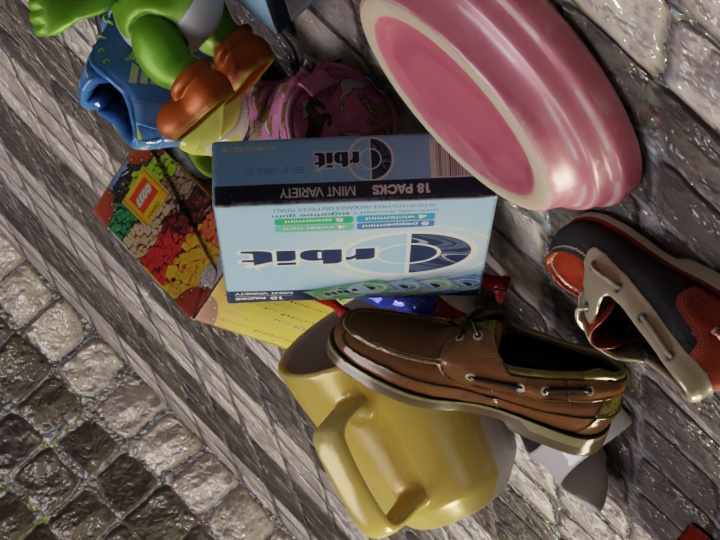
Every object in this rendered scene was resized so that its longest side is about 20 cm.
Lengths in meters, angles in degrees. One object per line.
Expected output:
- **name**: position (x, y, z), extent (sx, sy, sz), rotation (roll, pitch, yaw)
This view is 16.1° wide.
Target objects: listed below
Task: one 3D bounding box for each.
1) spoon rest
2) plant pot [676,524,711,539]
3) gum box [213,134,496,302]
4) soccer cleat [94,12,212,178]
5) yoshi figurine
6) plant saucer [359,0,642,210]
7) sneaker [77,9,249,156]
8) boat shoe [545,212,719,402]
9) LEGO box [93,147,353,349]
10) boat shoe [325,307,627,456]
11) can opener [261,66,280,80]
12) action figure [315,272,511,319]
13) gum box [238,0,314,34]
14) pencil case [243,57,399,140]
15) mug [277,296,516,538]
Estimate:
- **spoon rest**: position (0.146, 0.129, 1.830), extent (0.099, 0.061, 0.200), rotation (46, 167, 8)
- **plant pot**: position (0.257, 0.341, 1.829), extent (0.200, 0.176, 0.200), rotation (40, 167, 30)
- **gum box**: position (-0.005, -0.030, 1.598), extent (0.200, 0.168, 0.045), rotation (90, 178, -72)
- **soccer cleat**: position (-0.150, -0.158, 1.868), extent (0.081, 0.067, 0.201), rotation (-24, 91, 54)
- **yoshi figurine**: position (-0.157, -0.176, 1.620), extent (0.200, 0.112, 0.112), rotation (51, 176, -2)
- **plant saucer**: position (0.067, -0.105, 1.382), extent (0.201, 0.051, 0.201), rotation (45, 167, 13)
- **sneaker**: position (-0.150, -0.165, 1.719), extent (0.201, 0.104, 0.076), rotation (66, 154, 24)
- **boat shoe**: position (0.156, 0.022, 1.442), extent (0.071, 0.063, 0.200), rotation (52, 169, -29)
- **LEGO box**: position (-0.081, -0.012, 1.936), extent (0.199, 0.077, 0.149), rotation (20, -162, -48)
- **boat shoe**: position (0.079, 0.054, 1.678), extent (0.198, 0.072, 0.068), rotation (16, 127, -3)
- **can opener**: position (-0.025, -0.074, 1.860), extent (0.067, 0.053, 0.200), rotation (-14, 123, 40)
- **action figure**: position (0.000, 0.000, 1.742), extent (0.199, 0.066, 0.052), rotation (20, 156, 4)
- **gum box**: position (-0.116, -0.259, 1.562), extent (0.200, 0.045, 0.170), rotation (42, 167, 24)
- **pencil case**: position (-0.037, -0.093, 1.722), extent (0.082, 0.087, 0.200), rotation (20, 174, -14)
- **mug**: position (0.026, 0.110, 1.829), extent (0.149, 0.186, 0.154), rotation (-1, 120, 59)
